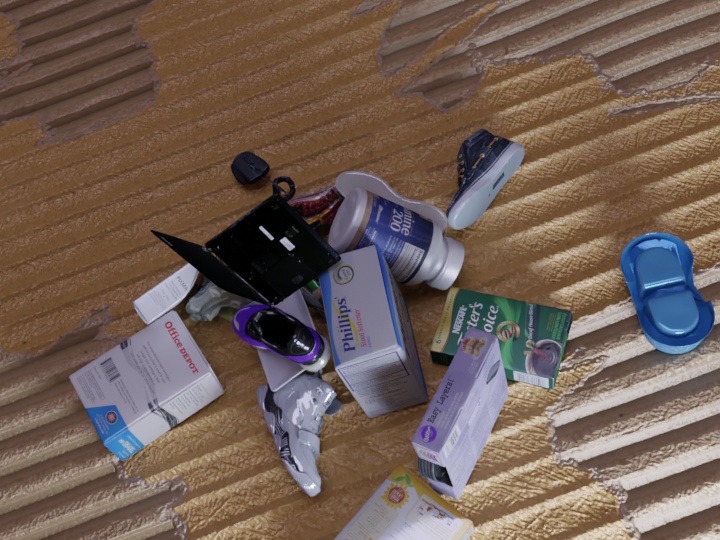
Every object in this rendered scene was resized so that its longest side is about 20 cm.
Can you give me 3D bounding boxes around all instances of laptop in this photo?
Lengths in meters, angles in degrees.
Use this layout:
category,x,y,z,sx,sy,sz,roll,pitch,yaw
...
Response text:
category,x,y,z,sx,sy,sz,roll,pitch,yaw
laptop,-0.163,-0.036,1.492,0.200,0.177,0.104,-35,48,10

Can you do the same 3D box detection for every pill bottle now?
category,x,y,z,sx,sy,sz,roll,pitch,yaw
pill bottle,0.059,-0.043,1.627,0.199,0.111,0.112,23,61,-17

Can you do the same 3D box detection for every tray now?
category,x,y,z,sx,sy,sz,roll,pitch,yaw
tray,-0.122,0.088,1.631,0.107,0.022,0.201,-35,51,14

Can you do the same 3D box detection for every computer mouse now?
category,x,y,z,sx,sy,sz,roll,pitch,yaw
computer mouse,-0.174,-0.169,1.819,0.059,0.034,0.200,-39,39,-16

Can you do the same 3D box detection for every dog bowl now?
category,x,y,z,sx,sy,sz,roll,pitch,yaw
dog bowl,0.468,0.038,1.586,0.111,0.050,0.201,-13,57,4

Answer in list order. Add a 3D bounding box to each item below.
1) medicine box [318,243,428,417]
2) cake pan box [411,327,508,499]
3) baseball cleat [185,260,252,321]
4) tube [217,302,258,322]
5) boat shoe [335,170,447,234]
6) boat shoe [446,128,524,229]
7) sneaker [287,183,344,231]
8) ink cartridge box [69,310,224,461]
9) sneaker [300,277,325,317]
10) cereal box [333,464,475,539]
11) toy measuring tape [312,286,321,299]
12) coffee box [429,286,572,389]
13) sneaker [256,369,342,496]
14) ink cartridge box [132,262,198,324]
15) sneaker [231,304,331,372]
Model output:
category,x,y,z,sx,sy,sz,roll,pitch,yaw
medicine box,0.018,0.094,1.559,0.102,0.200,0.183,-17,58,7
cake pan box,0.146,0.210,1.475,0.052,0.184,0.201,18,66,26
baseball cleat,-0.221,0.019,1.685,0.200,0.070,0.107,-22,41,47
tube,-0.151,0.085,1.695,0.200,0.052,0.058,30,38,32
boat shoe,0.048,-0.102,1.723,0.199,0.060,0.074,22,63,3
boat shoe,0.188,-0.156,1.755,0.091,0.071,0.200,30,63,27
sneaker,-0.065,-0.112,1.772,0.199,0.078,0.082,-16,18,-16
ink cartridge box,-0.340,0.183,1.654,0.199,0.084,0.146,-32,58,-8
sneaker,-0.102,0.024,1.716,0.200,0.078,0.085,39,106,22
cereal box,0.046,0.396,1.471,0.144,0.040,0.200,36,73,28
toy measuring tape,0.000,0.000,1.684,0.073,0.074,0.200,22,48,23
coffee box,0.217,0.103,1.605,0.199,0.044,0.123,13,63,19
sneaker,-0.076,0.237,1.570,0.114,0.075,0.200,-28,55,-2
ink cartridge box,-0.279,0.014,1.699,0.199,0.163,0.057,-32,93,-9
sneaker,-0.138,0.083,1.562,0.199,0.099,0.070,18,76,41
